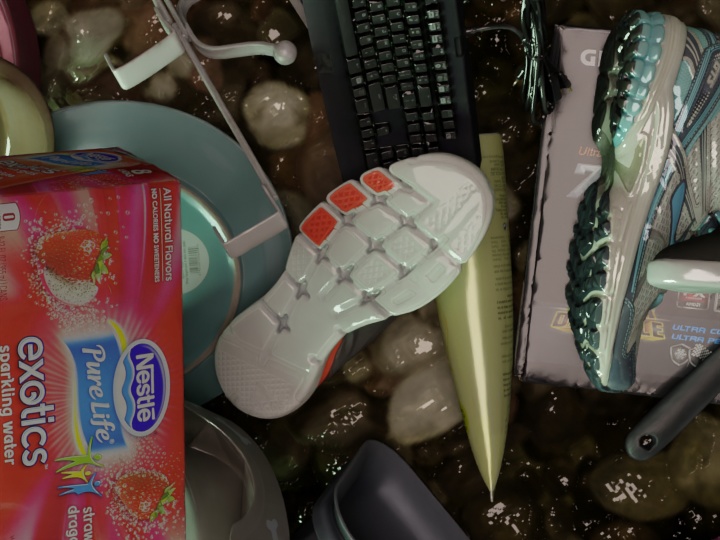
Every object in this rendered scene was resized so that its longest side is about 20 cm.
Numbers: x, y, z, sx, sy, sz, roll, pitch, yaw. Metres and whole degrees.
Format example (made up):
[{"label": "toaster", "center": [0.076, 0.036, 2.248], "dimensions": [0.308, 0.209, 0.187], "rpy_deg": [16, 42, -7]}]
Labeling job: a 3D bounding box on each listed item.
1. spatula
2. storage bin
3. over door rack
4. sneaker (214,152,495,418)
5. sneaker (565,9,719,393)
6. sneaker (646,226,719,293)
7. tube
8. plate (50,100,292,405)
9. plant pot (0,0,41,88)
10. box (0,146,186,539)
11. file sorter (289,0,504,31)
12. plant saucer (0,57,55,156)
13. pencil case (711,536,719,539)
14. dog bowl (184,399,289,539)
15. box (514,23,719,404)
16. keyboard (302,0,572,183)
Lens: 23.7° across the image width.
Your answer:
[{"label": "spatula", "center": [0.217, 0.032, 0.916], "dimensions": [0.057, 0.021, 0.200], "rpy_deg": [44, 100, -10]}, {"label": "storage bin", "center": [0.009, 0.224, 0.955], "dimensions": [0.134, 0.146, 0.200], "rpy_deg": [-40, 92, 19]}, {"label": "over door rack", "center": [-0.080, -0.127, 0.861], "dimensions": [0.067, 0.200, 0.148], "rpy_deg": [-21, 139, 7]}, {"label": "sneaker", "center": [0.000, 0.000, 0.935], "dimensions": [0.200, 0.082, 0.077], "rpy_deg": [-40, 86, 29]}, {"label": "sneaker", "center": [0.161, -0.030, 0.887], "dimensions": [0.086, 0.078, 0.200], "rpy_deg": [8, 100, -6]}, {"label": "sneaker", "center": [0.228, -0.042, 0.860], "dimensions": [0.200, 0.071, 0.099], "rpy_deg": [-8, 93, -19]}, {"label": "tube", "center": [0.063, 0.024, 0.953], "dimensions": [0.052, 0.058, 0.200], "rpy_deg": [-3, 95, 48]}, {"label": "plate", "center": [-0.135, 0.003, 0.955], "dimensions": [0.200, 0.026, 0.200], "rpy_deg": [-3, 113, -7]}, {"label": "plant pot", "center": [-0.289, -0.106, 0.913], "dimensions": [0.200, 0.179, 0.200], "rpy_deg": [1, 98, 6]}, {"label": "box", "center": [-0.147, 0.046, 0.834], "dimensions": [0.100, 0.095, 0.200], "rpy_deg": [-7, 106, -27]}, {"label": "file sorter", "center": [0.039, -0.209, 0.879], "dimensions": [0.200, 0.125, 0.139], "rpy_deg": [-28, 55, 8]}, {"label": "plant saucer", "center": [-0.240, -0.031, 0.839], "dimensions": [0.029, 0.200, 0.200], "rpy_deg": [43, 100, 26]}, {"label": "pencil case", "center": [0.255, 0.176, 0.946], "dimensions": [0.200, 0.091, 0.094], "rpy_deg": [-26, 63, 8]}, {"label": "dog bowl", "center": [-0.118, 0.162, 0.941], "dimensions": [0.200, 0.059, 0.200], "rpy_deg": [-13, 71, 42]}, {"label": "box", "center": [0.193, -0.028, 0.946], "dimensions": [0.200, 0.050, 0.199], "rpy_deg": [7, 99, 4]}, {"label": "keyboard", "center": [0.040, -0.112, 0.844], "dimensions": [0.127, 0.021, 0.200], "rpy_deg": [-11, 141, 1]}]
